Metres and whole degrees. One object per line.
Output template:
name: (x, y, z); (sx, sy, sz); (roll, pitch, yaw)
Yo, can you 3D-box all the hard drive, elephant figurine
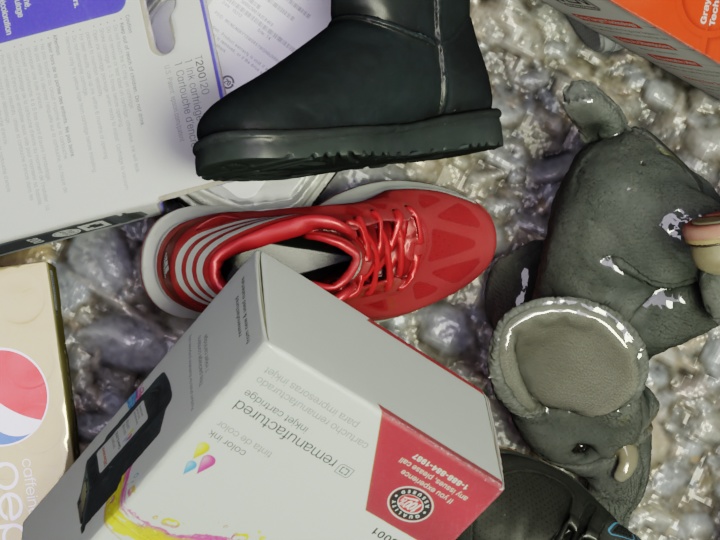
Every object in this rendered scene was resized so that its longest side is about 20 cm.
hard drive: (-0.045, -0.122, 1.263); (0.139, 0.038, 0.201); (38, 85, -2)
elephant figurine: (0.118, 0.038, 1.230); (0.200, 0.141, 0.155); (-47, 62, 11)

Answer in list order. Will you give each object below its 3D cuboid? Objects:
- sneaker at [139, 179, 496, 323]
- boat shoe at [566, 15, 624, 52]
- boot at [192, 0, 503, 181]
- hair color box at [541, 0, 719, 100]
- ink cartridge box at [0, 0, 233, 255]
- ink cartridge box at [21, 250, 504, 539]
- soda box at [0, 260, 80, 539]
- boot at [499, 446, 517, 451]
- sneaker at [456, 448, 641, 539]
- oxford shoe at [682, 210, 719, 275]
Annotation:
sneaker: (0.000, 0.000, 1.197); (0.199, 0.115, 0.079); (-10, 101, -26)
boat shoe: (0.107, -0.216, 1.268); (0.071, 0.072, 0.201); (-32, 101, -12)
boot: (-0.014, -0.134, 1.177); (0.199, 0.076, 0.170); (-9, 88, -43)
hair color box: (0.182, -0.128, 1.213); (0.199, 0.101, 0.062); (25, 90, -26)
ink cartridge box: (-0.166, -0.115, 1.221); (0.198, 0.043, 0.200); (-13, 84, 14)
ink cartridge box: (-0.050, 0.114, 1.140); (0.145, 0.083, 0.200); (32, 114, -23)
soda box: (-0.178, 0.099, 1.231); (0.067, 0.064, 0.202); (-8, 88, -4)
boot: (0.058, 0.167, 1.240); (0.199, 0.074, 0.156); (20, 85, -4)
sneaker: (0.123, 0.153, 1.188); (0.199, 0.082, 0.074); (35, 77, -25)
oxford shoe: (0.243, 0.002, 1.152); (0.198, 0.071, 0.075); (1, 92, -26)
